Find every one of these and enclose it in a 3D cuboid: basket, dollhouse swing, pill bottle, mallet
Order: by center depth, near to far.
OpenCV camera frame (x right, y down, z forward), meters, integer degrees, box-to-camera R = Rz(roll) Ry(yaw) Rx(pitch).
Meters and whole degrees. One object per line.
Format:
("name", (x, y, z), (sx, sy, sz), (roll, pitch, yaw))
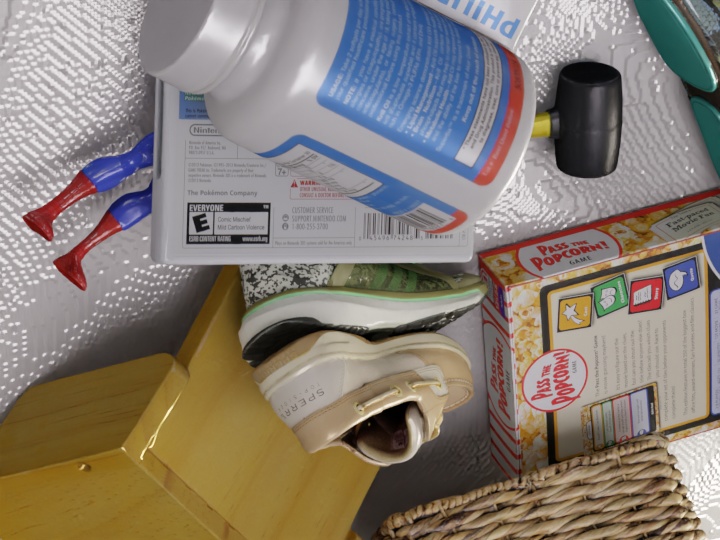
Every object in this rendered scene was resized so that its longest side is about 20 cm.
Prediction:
("pill bottle", (-0.014, -0.104, 1.574), (0.199, 0.112, 0.113), (25, 105, -29))
("mallet", (0.063, -0.071, 1.738), (0.199, 0.041, 0.066), (-15, 119, -11))
("dollhouse swing", (-0.096, 0.101, 1.760), (0.181, 0.176, 0.200), (-15, 135, 35))
("basket", (0.114, 0.209, 1.816), (0.199, 0.150, 0.143), (-16, 164, -16))

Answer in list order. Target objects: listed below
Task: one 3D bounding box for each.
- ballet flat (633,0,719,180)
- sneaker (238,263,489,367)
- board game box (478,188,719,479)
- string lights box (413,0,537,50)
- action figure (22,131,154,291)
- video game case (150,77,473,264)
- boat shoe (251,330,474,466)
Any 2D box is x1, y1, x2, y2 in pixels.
("ballet flat", (0.221, -0.125, 1.761), (0.074, 0.074, 0.200), (-33, 132, -4))
("sneaker", (0.000, 0.000, 1.719), (0.077, 0.089, 0.200), (-28, 164, 37))
("board game box", (0.176, 0.039, 1.839), (0.199, 0.046, 0.152), (-15, 122, -17))
("string lights box", (0.079, -0.235, 1.616), (0.102, 0.059, 0.201), (24, 96, -30))
("action figure", (-0.094, -0.070, 1.650), (0.200, 0.052, 0.066), (-41, 124, -12))
("video game case", (-0.023, -0.095, 1.646), (0.199, 0.022, 0.183), (-1, 95, -28))
("boat shoe", (0.010, 0.080, 1.691), (0.074, 0.069, 0.200), (-34, 161, 27))
